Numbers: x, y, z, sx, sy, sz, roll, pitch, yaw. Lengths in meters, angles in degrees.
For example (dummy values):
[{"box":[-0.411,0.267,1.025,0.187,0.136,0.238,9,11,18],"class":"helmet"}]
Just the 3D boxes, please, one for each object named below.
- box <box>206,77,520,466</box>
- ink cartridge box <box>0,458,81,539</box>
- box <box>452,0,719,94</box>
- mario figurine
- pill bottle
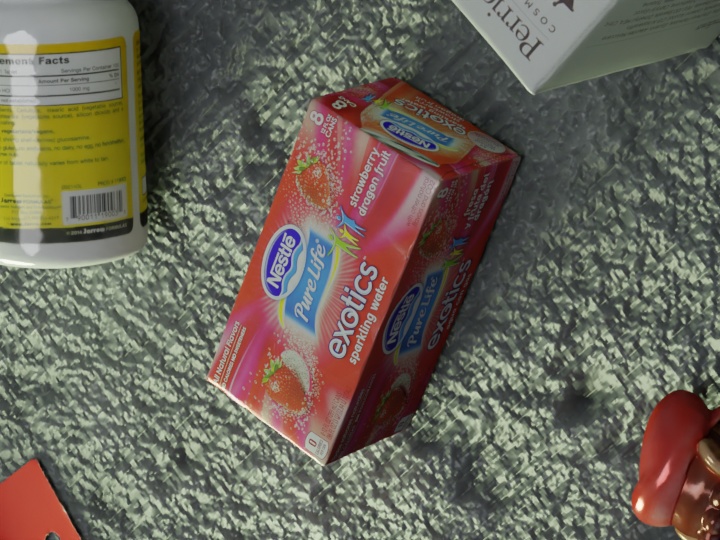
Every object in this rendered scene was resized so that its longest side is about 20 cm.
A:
[{"box":[0.000,0.000,1.721,0.100,0.095,0.201,34,118,24],"class":"box"},{"box":[-0.254,0.244,1.979,0.200,0.050,0.161,-37,80,36],"class":"ink cartridge box"},{"box":[0.113,-0.215,1.531,0.199,0.200,0.131,49,122,14],"class":"box"},{"box":[0.237,0.136,1.607,0.200,0.106,0.124,47,110,26],"class":"mario figurine"},{"box":[-0.190,-0.109,1.813,0.112,0.112,0.201,6,104,33],"class":"pill bottle"}]
